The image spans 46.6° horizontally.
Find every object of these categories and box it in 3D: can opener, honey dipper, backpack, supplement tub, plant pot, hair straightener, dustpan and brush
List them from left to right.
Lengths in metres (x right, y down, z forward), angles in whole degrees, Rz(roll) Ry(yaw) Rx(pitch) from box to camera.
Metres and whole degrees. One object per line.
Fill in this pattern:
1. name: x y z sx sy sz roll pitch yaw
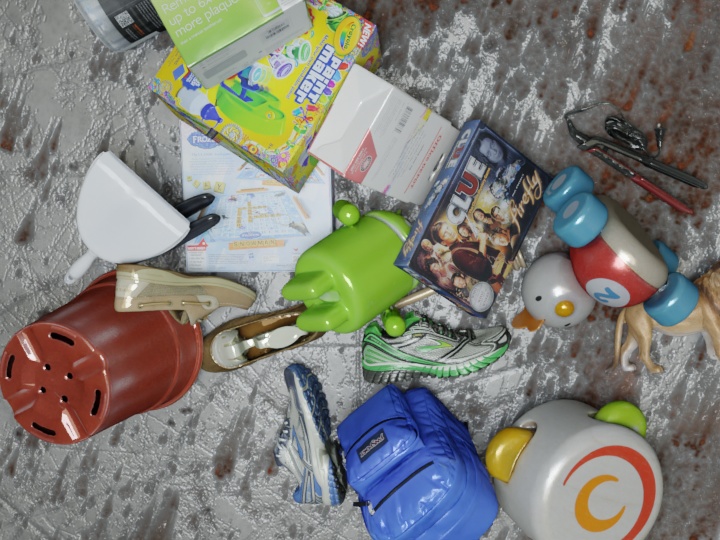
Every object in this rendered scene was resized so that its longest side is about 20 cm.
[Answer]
1. plant pot: -0.330 0.114 1.051 0.199 0.195 0.203 3 102 14
2. dustpan and brush: -0.316 -0.042 1.042 0.139 0.057 0.200 43 107 -13
3. supplement tub: -0.247 -0.366 1.029 0.199 0.123 0.123 -25 95 9
4. can opener: -0.258 -0.048 1.078 0.199 0.079 0.064 -14 96 28
5. backpack: 0.059 0.257 1.026 0.163 0.200 0.168 -45 120 12
6. honey dipper: 0.117 0.015 1.091 0.199 0.038 0.038 -22 95 10
7. hair straightener: 0.348 -0.153 1.049 0.199 0.041 0.077 32 99 5

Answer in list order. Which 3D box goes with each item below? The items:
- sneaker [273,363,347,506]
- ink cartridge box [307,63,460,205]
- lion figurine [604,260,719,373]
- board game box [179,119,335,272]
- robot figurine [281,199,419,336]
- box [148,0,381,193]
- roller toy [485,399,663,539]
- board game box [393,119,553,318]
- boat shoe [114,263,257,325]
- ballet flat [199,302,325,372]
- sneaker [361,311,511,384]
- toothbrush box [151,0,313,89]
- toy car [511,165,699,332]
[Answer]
1. sneaker: -0.083 0.226 1.120 0.085 0.077 0.202 -12 96 11
2. ink cartridge box: 0.036 -0.157 1.017 0.067 0.200 0.117 36 101 29
3. lion figurine: 0.398 0.060 1.053 0.198 0.072 0.124 -12 89 11
4. board game box: -0.132 -0.099 1.095 0.198 0.041 0.201 0 98 5
5. robot figurine: 0.000 0.000 1.033 0.200 0.115 0.176 -33 104 -35
6. box: -0.107 -0.236 1.005 0.192 0.122 0.201 32 86 7
7. roller toy: 0.264 0.262 1.043 0.199 0.140 0.184 -19 105 -14
8. board game box: 0.140 -0.062 1.020 0.135 0.035 0.201 31 80 -26
9. boat shoe: -0.221 0.037 1.061 0.071 0.199 0.065 0 81 48
10. ballet flat: -0.135 0.093 1.106 0.198 0.072 0.068 -16 97 8
11. sneaker: 0.096 0.095 1.082 0.198 0.078 0.086 -7 96 7
12. toothbrush box: -0.163 -0.327 0.913 0.145 0.086 0.201 -29 83 1
13. toy car: 0.263 0.016 1.019 0.184 0.177 0.200 37 113 -13
